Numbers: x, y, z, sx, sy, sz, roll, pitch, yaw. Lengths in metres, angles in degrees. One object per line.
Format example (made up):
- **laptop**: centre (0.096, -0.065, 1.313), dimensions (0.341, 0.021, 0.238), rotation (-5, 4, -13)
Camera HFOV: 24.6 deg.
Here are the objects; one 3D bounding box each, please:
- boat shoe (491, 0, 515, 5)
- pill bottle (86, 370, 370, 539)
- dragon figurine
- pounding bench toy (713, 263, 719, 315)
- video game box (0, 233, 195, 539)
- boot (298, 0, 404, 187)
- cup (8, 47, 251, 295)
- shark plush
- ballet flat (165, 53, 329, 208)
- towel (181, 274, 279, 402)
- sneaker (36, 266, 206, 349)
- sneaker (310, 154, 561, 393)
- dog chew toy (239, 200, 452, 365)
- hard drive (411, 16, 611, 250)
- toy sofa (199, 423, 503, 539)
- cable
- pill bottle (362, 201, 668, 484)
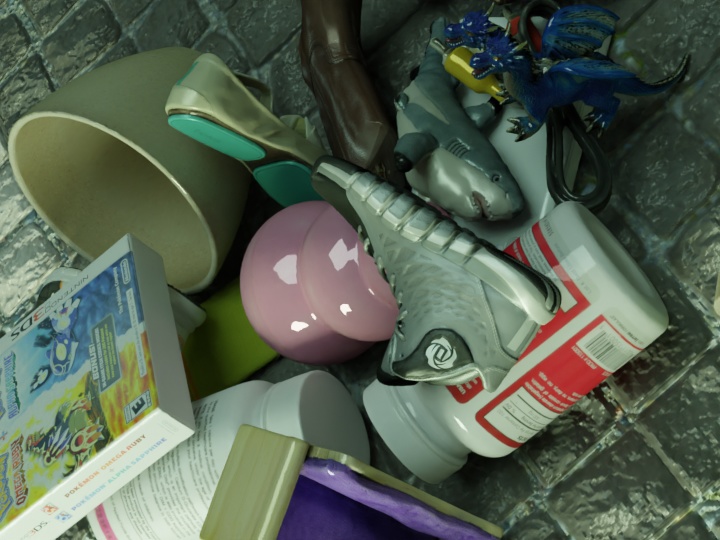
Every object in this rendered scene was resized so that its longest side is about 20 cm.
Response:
- **boat shoe**: centre (0.057, -0.279, 1.268), dimensions (0.070, 0.070, 0.200), rotation (-29, 70, -14)
- **pill bottle**: centre (-0.100, 0.149, 1.238), dimensions (0.199, 0.113, 0.114), rotation (-22, 58, 27)
- **dragon figurine**: centre (0.152, -0.142, 1.140), dimensions (0.199, 0.100, 0.059), rotation (-5, 61, -12)
- **pounding bench toy**: centre (0.307, 0.032, 0.937), dimensions (0.155, 0.200, 0.125), rotation (-5, 67, 35)
- **video game box**: centre (-0.218, 0.094, 1.263), dimensions (0.182, 0.047, 0.200), rotation (-40, 39, 18)
- **boot**: centre (-0.005, -0.163, 1.278), dimensions (0.064, 0.187, 0.201), rotation (-9, 48, -8)
- **cup**: centre (-0.167, -0.100, 1.358), dimensions (0.199, 0.201, 0.144), rotation (6, 49, 38)
- **shark plush**: centre (0.073, -0.107, 1.251), dimensions (0.083, 0.091, 0.201), rotation (-13, 39, 9)
- **ballet flat**: centre (-0.069, -0.104, 1.274), dimensions (0.069, 0.200, 0.070), rotation (-19, 56, 30)
- **towel**: centre (-0.119, 0.066, 1.354), dimensions (0.200, 0.018, 0.086), rotation (-37, 56, 17)
- **sneaker**: centre (-0.216, 0.048, 1.377), dimensions (0.199, 0.074, 0.080), rotation (4, 62, 48)
- **sneaker**: centre (0.024, 0.012, 1.077), dimensions (0.200, 0.075, 0.116), rotation (33, 97, 28)
- **dog chew toy**: centre (0.000, 0.000, 1.205), dimensions (0.200, 0.124, 0.125), rotation (-17, 59, 50)
- **hard drive**: centre (0.108, -0.098, 1.255), dimensions (0.131, 0.026, 0.201), rotation (6, 73, 38)
- **toy sofa**: centre (-0.001, 0.177, 1.098), dimensions (0.097, 0.200, 0.083), rotation (12, 76, 44)
- **cable**: centre (0.138, -0.123, 1.214), dimensions (0.097, 0.050, 0.200), rotation (-27, 67, -11)
- **pill bottle**: centre (0.103, 0.055, 1.134), dimensions (0.200, 0.112, 0.113), rotation (-40, 52, 15)
